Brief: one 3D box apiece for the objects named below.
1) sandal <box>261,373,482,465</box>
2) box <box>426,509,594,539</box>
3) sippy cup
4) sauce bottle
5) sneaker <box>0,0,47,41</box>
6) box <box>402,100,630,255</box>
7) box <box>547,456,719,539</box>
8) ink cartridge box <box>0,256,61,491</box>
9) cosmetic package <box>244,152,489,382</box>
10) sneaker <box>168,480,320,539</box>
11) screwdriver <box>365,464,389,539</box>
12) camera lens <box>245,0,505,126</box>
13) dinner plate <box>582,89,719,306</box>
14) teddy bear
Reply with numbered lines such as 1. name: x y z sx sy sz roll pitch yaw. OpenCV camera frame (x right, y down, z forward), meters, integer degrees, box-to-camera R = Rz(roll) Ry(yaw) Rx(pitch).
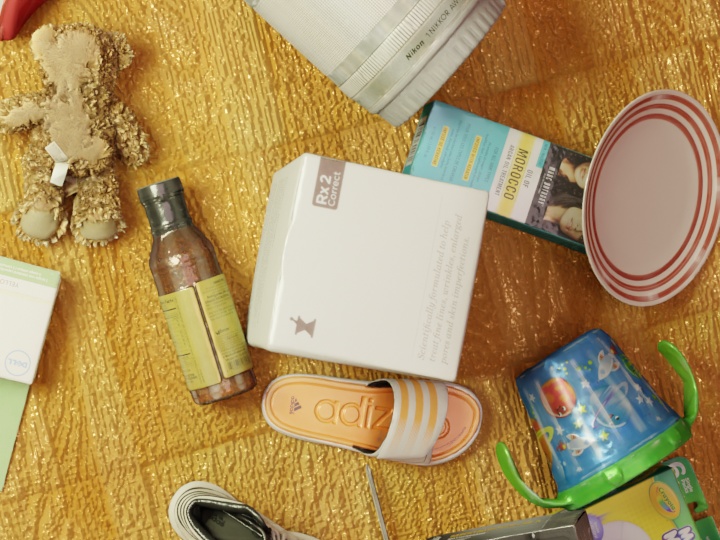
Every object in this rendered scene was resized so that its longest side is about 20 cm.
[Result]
1. sandal: 0.013 0.136 1.582 0.205 0.059 0.080 5 89 -10
2. box: 0.150 0.329 1.571 0.157 0.048 0.202 -15 93 22
3. sippy cup: 0.212 0.129 1.589 0.177 0.139 0.131 -24 81 -49
4. sauce bottle: -0.148 0.017 1.553 0.066 0.066 0.202 -16 92 -10
5. sneaker: -0.243 -0.275 1.534 0.115 0.078 0.201 27 86 -7
6. box: 0.142 -0.084 1.613 0.199 0.049 0.083 19 86 -9
7. box: 0.243 0.263 1.629 0.199 0.048 0.118 -24 94 -11
8. ink cartridge box: -0.356 0.081 1.526 0.144 0.048 0.202 15 84 -10
9. cosmetic package: 0.000 0.000 1.510 0.164 0.200 0.166 11 88 -9
10. sneaker: -0.079 0.259 1.536 0.200 0.115 0.076 31 84 -8
11. screwdriver: 0.028 0.276 1.602 0.029 0.028 0.202 -19 91 19
12. camera lens: 0.006 -0.246 1.527 0.200 0.160 0.160 42 83 -7
13. dinner plate: 0.268 -0.067 1.612 0.199 0.024 0.202 -9 104 -39
14. teddy bear: -0.256 -0.118 1.542 0.144 0.067 0.202 -14 99 -5
